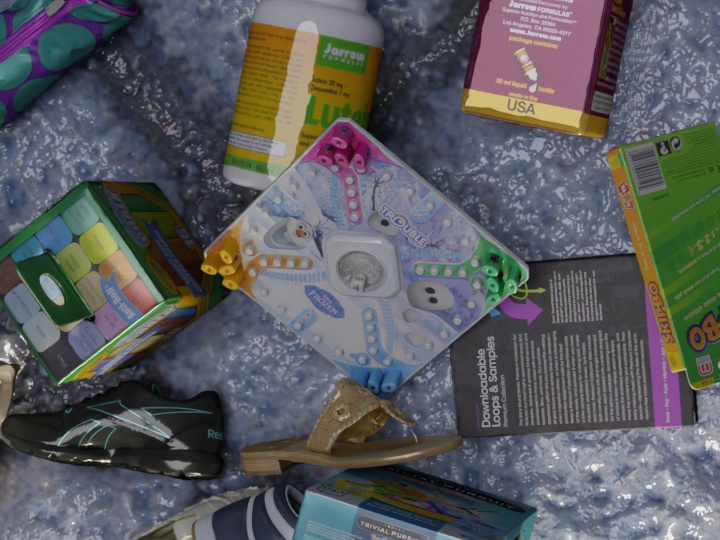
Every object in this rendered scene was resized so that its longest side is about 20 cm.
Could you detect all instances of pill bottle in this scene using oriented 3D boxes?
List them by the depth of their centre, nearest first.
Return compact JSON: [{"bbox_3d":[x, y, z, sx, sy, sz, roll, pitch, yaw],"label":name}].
[{"bbox_3d":[-0.042,-0.162,1.694,0.111,0.111,0.201,13,95,14],"label":"pill bottle"}]

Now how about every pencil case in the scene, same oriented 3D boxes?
[{"bbox_3d":[-0.291,-0.191,1.771,0.200,0.092,0.085,-38,83,14],"label":"pencil case"}]

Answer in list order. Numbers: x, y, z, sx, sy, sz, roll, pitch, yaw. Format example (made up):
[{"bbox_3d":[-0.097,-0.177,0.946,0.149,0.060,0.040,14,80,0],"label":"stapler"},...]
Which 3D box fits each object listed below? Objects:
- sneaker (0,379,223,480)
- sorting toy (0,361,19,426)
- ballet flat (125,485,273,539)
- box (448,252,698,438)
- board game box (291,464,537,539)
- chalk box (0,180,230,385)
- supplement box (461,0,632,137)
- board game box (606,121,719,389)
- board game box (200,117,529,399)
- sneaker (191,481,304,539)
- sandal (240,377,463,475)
[{"bbox_3d":[-0.212,0.134,1.781,0.199,0.075,0.080,5,82,7],"label":"sneaker"},{"bbox_3d":[-0.405,0.118,1.782,0.180,0.107,0.200,24,111,5],"label":"sorting toy"},{"bbox_3d":[-0.158,0.240,1.758,0.200,0.072,0.072,-28,85,15],"label":"ballet flat"},{"bbox_3d":[0.171,0.060,1.685,0.199,0.036,0.144,-4,90,14],"label":"box"},{"bbox_3d":[0.048,0.202,1.637,0.151,0.200,0.047,16,97,14],"label":"board game box"},{"bbox_3d":[-0.218,0.008,1.702,0.124,0.200,0.125,-36,83,13],"label":"chalk box"},{"bbox_3d":[0.156,-0.211,1.622,0.103,0.131,0.201,12,94,14],"label":"supplement box"},{"bbox_3d":[0.267,-0.011,1.634,0.095,0.030,0.201,-15,85,-25],"label":"board game box"},{"bbox_3d":[0.000,0.000,1.659,0.200,0.026,0.200,39,127,-12],"label":"board game box"},{"bbox_3d":[-0.049,0.270,1.676,0.108,0.070,0.200,-31,82,15],"label":"sneaker"},{"bbox_3d":[-0.018,0.124,1.696,0.211,0.078,0.070,-10,94,35],"label":"sandal"}]
